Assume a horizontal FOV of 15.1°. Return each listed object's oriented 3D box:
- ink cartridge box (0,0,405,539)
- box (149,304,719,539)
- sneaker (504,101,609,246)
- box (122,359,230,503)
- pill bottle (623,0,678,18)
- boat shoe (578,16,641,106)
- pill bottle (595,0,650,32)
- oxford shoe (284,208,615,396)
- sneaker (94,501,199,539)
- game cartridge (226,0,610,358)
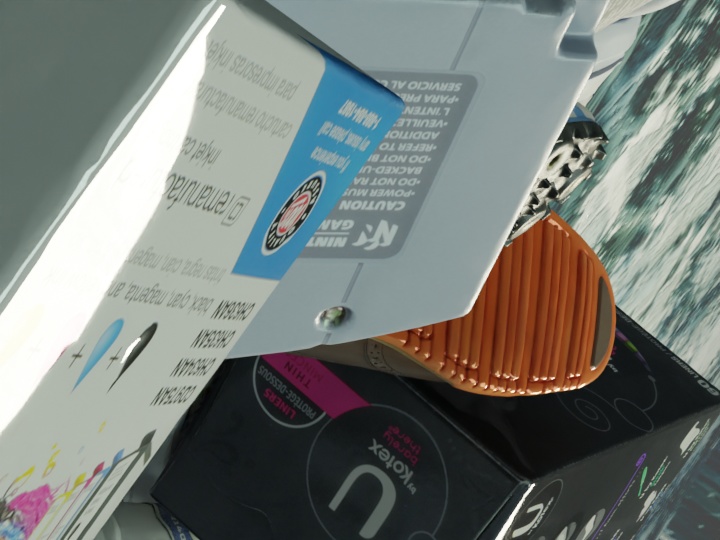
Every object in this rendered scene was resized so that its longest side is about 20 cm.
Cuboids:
[{"bbox_3d":[-0.117,0.003,0.492,0.200,0.145,0.147,-54,168,5],"label":"ink cartridge box"},{"bbox_3d":[0.035,0.065,1.029,0.106,0.122,0.200,-58,161,21],"label":"box"},{"bbox_3d":[-0.009,-0.036,0.811,0.200,0.073,0.072,-8,147,-36],"label":"sneaker"},{"bbox_3d":[-0.039,0.012,1.032,0.156,0.041,0.200,-48,165,-26],"label":"box"},{"bbox_3d":[0.121,-0.166,0.979,0.200,0.112,0.112,-33,156,-56],"label":"pill bottle"},{"bbox_3d":[0.025,-0.058,0.920,0.200,0.074,0.067,-13,130,-44],"label":"boat shoe"},{"bbox_3d":[0.032,-0.113,0.794,0.200,0.114,0.114,-33,156,-58],"label":"pill bottle"},{"bbox_3d":[0.000,0.000,0.905,0.073,0.200,0.071,-7,-108,52],"label":"oxford shoe"},{"bbox_3d":[-0.111,0.167,1.038,0.088,0.075,0.200,-3,137,-34],"label":"sneaker"},{"bbox_3d":[-0.049,-0.031,0.667,0.200,0.041,0.133,1,132,-26],"label":"game cartridge"}]
